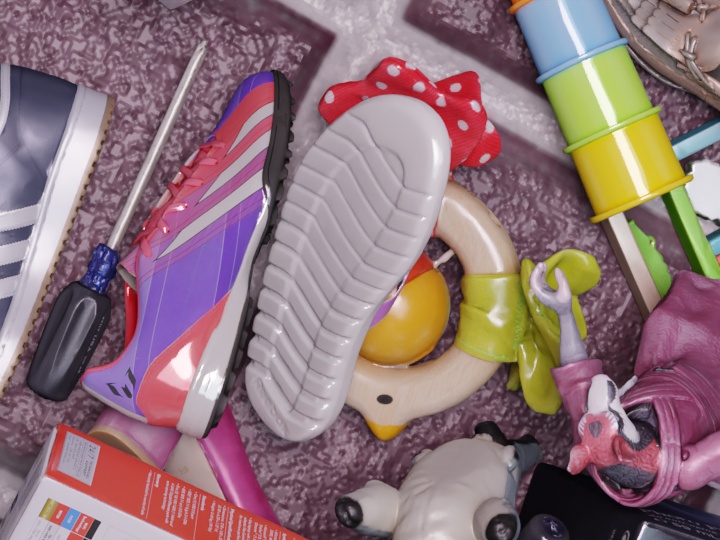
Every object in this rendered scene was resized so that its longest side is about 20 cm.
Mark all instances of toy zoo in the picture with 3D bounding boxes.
[{"bbox_3d":[0.238,-0.032,1.142,0.199,0.020,0.132,-26,98,-7],"label":"toy zoo"}]

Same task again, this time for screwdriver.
[{"bbox_3d":[0.060,0.203,1.076,0.028,0.029,0.201,-5,131,-38],"label":"screwdriver"},{"bbox_3d":[-0.125,-0.027,1.064,0.029,0.028,0.202,18,94,-44],"label":"screwdriver"}]

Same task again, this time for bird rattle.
[{"bbox_3d":[0.030,-0.002,1.071,0.163,0.113,0.200,-38,97,11],"label":"bird rattle"}]

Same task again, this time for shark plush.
[{"bbox_3d":[0.044,0.129,1.046,0.090,0.200,0.084,0,109,10],"label":"shark plush"}]

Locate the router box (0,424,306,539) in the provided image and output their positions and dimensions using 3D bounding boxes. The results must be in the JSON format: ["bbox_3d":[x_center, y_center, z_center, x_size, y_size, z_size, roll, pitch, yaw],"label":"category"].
[{"bbox_3d":[-0.117,0.201,1.036,0.178,0.049,0.201,27,114,-12],"label":"router box"}]

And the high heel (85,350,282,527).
[{"bbox_3d":[-0.063,0.117,1.091,0.200,0.067,0.096,47,46,-20],"label":"high heel"}]

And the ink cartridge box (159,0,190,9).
[{"bbox_3d":[-0.054,-0.230,1.010,0.084,0.145,0.200,41,87,-11],"label":"ink cartridge box"}]

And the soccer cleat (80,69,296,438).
[{"bbox_3d":[-0.082,-0.018,1.037,0.072,0.068,0.202,16,68,-6],"label":"soccer cleat"}]

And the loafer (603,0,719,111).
[{"bbox_3d":[0.207,-0.112,1.093,0.200,0.063,0.072,42,82,1],"label":"loafer"}]

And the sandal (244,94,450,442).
[{"bbox_3d":[-0.005,-0.005,1.030,0.082,0.050,0.204,44,125,25],"label":"sandal"}]

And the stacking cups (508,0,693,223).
[{"bbox_3d":[0.113,-0.129,1.082,0.060,0.060,0.202,-21,90,-8],"label":"stacking cups"}]

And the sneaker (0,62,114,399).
[{"bbox_3d":[-0.208,-0.014,1.036,0.108,0.070,0.202,23,83,-16],"label":"sneaker"}]

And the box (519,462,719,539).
[{"bbox_3d":[0.185,0.193,1.059,0.198,0.198,0.124,19,89,-11],"label":"box"}]

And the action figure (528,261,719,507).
[{"bbox_3d":[0.147,0.072,1.005,0.133,0.199,0.150,23,117,29],"label":"action figure"}]
